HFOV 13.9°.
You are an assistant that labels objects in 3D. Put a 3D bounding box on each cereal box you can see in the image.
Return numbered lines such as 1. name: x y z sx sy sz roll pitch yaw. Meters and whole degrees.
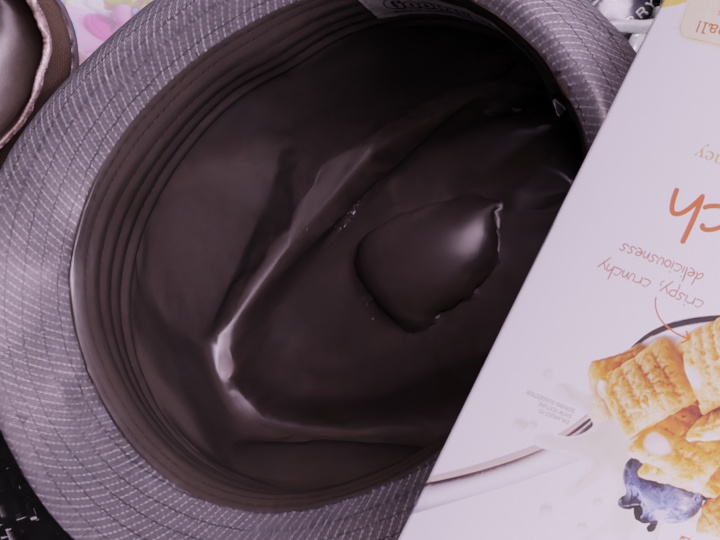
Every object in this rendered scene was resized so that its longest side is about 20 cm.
1. cereal box: 0.109 0.023 0.709 0.144 0.040 0.200 22 77 18

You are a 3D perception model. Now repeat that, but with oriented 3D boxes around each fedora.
1. fedora: 0.000 0.000 0.824 0.200 0.090 0.177 -39 69 12

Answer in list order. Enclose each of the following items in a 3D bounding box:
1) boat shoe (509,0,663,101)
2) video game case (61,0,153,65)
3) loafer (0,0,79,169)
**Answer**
1. boat shoe: 0.078 -0.062 0.875 0.074 0.068 0.199 -36 71 -25
2. video game case: -0.116 -0.048 0.889 0.200 0.018 0.143 -35 75 -16
3. loafer: -0.164 -0.026 0.829 0.200 0.071 0.073 -36 76 -16
